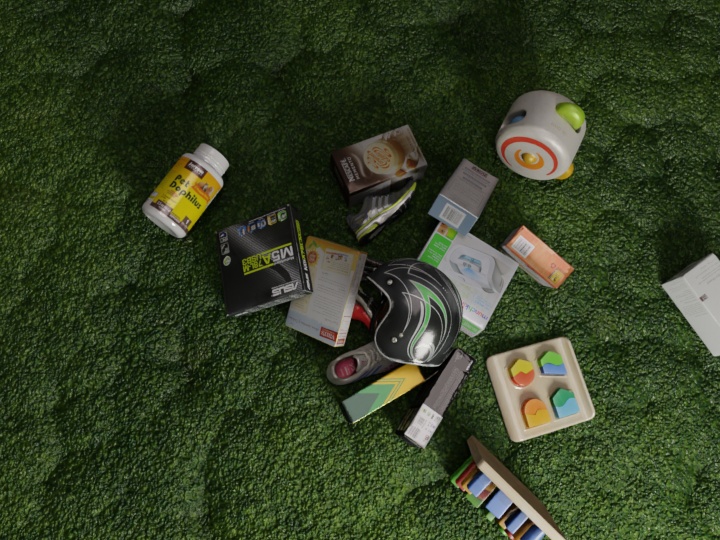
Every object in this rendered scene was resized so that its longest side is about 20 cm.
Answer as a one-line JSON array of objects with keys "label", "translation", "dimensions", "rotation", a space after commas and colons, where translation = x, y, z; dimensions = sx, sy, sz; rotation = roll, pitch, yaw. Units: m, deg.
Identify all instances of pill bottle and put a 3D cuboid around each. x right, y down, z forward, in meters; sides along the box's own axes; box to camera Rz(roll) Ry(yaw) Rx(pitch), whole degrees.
[{"label": "pill bottle", "translation": [-0.381, -0.180, 1.183], "dimensions": [0.109, 0.109, 0.201], "rotation": [31, 74, 5]}]

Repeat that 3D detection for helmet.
[{"label": "helmet", "translation": [0.100, 0.075, 1.037], "dimensions": [0.198, 0.200, 0.193], "rotation": [12, 90, -1]}]

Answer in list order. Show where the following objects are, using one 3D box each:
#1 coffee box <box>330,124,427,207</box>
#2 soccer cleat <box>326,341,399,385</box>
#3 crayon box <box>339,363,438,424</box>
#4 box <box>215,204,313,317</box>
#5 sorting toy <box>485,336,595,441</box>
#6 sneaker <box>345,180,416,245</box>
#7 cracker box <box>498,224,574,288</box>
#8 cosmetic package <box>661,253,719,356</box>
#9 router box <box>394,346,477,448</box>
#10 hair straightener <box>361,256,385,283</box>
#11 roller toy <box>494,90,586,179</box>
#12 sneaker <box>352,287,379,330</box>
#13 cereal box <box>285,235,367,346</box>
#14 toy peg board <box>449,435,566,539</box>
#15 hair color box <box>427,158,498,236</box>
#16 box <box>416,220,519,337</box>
[{"label": "coffee box", "translation": [0.041, -0.244, 1.249], "dimensions": [0.198, 0.080, 0.115], "rotation": [-23, 77, -10]}, {"label": "soccer cleat", "translation": [0.023, 0.188, 1.123], "dimensions": [0.198, 0.086, 0.070], "rotation": [-23, 77, -11]}, {"label": "crayon box", "translation": [0.054, 0.242, 1.091], "dimensions": [0.199, 0.127, 0.051], "rotation": [-27, 78, -12]}, {"label": "box", "translation": [-0.210, -0.019, 1.143], "dimensions": [0.198, 0.047, 0.195], "rotation": [-17, 72, 20]}, {"label": "sorting toy", "translation": [0.393, 0.254, 1.160], "dimensions": [0.198, 0.037, 0.187], "rotation": [-13, 76, -8]}, {"label": "sneaker", "translation": [0.050, -0.151, 1.230], "dimensions": [0.200, 0.074, 0.081], "rotation": [-40, 78, -15]}, {"label": "cracker box", "translation": [0.372, -0.028, 1.152], "dimensions": [0.134, 0.200, 0.058], "rotation": [42, 98, 8]}, {"label": "cosmetic package", "translation": [0.808, 0.080, 1.218], "dimensions": [0.112, 0.081, 0.201], "rotation": [-31, 78, -14]}, {"label": "router box", "translation": [0.149, 0.259, 1.081], "dimensions": [0.051, 0.149, 0.201], "rotation": [34, 75, 6]}, {"label": "hair straightener", "translation": [0.000, 0.000, 1.207], "dimensions": [0.198, 0.041, 0.078], "rotation": [18, 99, -5]}, {"label": "roller toy", "translation": [0.415, -0.306, 1.245], "dimensions": [0.181, 0.200, 0.141], "rotation": [22, 72, 26]}, {"label": "sneaker", "translation": [-0.019, 0.078, 1.164], "dimensions": [0.200, 0.077, 0.085], "rotation": [46, 106, 11]}, {"label": "cereal box", "translation": [-0.074, 0.042, 1.116], "dimensions": [0.143, 0.039, 0.202], "rotation": [19, 97, 33]}, {"label": "toy peg board", "translation": [0.265, 0.443, 1.024], "dimensions": [0.200, 0.199, 0.098], "rotation": [43, 91, 8]}, {"label": "hair color box", "translation": [0.235, -0.170, 1.205], "dimensions": [0.098, 0.061, 0.200], "rotation": [33, 43, 5]}, {"label": "box", "translation": [0.214, 0.017, 1.183], "dimensions": [0.199, 0.097, 0.177], "rotation": [33, 72, 5]}]
